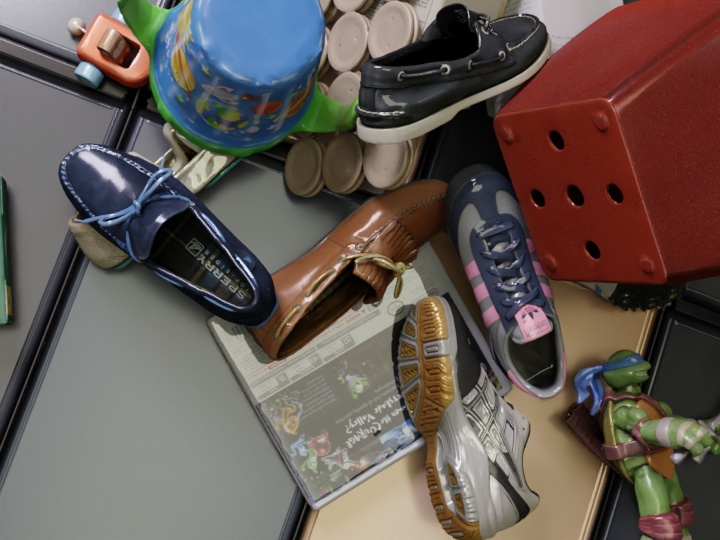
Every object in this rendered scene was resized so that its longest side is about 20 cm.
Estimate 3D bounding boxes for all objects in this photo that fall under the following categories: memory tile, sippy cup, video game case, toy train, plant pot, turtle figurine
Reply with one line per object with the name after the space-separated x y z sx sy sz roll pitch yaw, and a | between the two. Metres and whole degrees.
-0.007 -0.160 0.928 0.017 0.153 0.200 7 84 -42 | memory tile
-0.086 -0.167 0.857 0.178 0.130 0.140 -9 84 -16 | sippy cup
0.001 0.073 0.962 0.200 0.023 0.182 -30 89 -12 | video game case
-0.143 -0.220 0.950 0.150 0.056 0.200 35 80 -5 | toy train
0.218 -0.087 0.839 0.176 0.200 0.200 -27 104 -25 | plant pot
0.280 0.158 0.941 0.200 0.144 0.194 -5 89 -7 | turtle figurine

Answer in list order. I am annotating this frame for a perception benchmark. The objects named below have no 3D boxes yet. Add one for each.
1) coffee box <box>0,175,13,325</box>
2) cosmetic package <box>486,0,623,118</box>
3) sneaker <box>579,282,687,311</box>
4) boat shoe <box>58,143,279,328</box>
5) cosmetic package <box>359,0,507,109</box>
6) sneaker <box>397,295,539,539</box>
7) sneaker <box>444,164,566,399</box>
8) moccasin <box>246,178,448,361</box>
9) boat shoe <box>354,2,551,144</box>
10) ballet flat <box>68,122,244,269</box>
-0.378 -0.010 0.894 0.200 0.044 0.123 -5 86 -10 | coffee box
0.160 -0.233 0.973 0.113 0.081 0.200 -1 81 -38 | cosmetic package
0.196 -0.021 0.986 0.200 0.072 0.073 19 37 -17 | sneaker
-0.142 -0.036 0.860 0.200 0.069 0.084 31 85 4 | boat shoe
0.067 -0.244 0.923 0.071 0.105 0.200 6 110 -41 | cosmetic package
0.091 0.116 0.935 0.088 0.076 0.200 -11 89 -27 | sneaker
0.124 0.012 0.902 0.070 0.082 0.200 -25 116 -3 | sneaker
0.000 -0.001 0.911 0.201 0.074 0.078 -32 55 -13 | moccasin
0.070 -0.162 0.843 0.199 0.074 0.066 -31 124 -29 | boat shoe
-0.152 -0.084 0.924 0.200 0.067 0.062 -46 122 -11 | ballet flat
